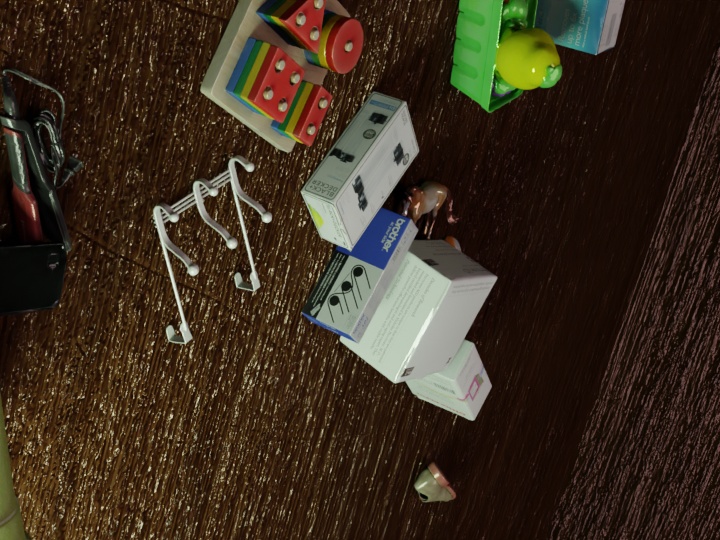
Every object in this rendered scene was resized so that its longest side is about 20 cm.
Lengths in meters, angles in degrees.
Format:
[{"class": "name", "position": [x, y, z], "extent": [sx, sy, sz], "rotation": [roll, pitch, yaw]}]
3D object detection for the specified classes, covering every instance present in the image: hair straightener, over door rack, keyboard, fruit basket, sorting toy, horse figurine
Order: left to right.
[{"class": "keyboard", "position": [-0.367, -0.006, 0.935], "extent": [0.199, 0.039, 0.105], "rotation": [-6, 122, -46]}, {"class": "hair straightener", "position": [-0.309, -0.103, 0.979], "extent": [0.077, 0.041, 0.202], "rotation": [-39, 137, -43]}, {"class": "over door rack", "position": [-0.175, -0.020, 1.238], "extent": [0.147, 0.066, 0.202], "rotation": [-39, 141, -41]}, {"class": "sorting toy", "position": [-0.078, -0.262, 1.231], "extent": [0.201, 0.069, 0.200], "rotation": [-66, 152, -3]}, {"class": "horse figurine", "position": [0.104, -0.101, 1.698], "extent": [0.199, 0.050, 0.134], "rotation": [-24, 136, -50]}, {"class": "fruit basket", "position": [0.251, -0.355, 1.612], "extent": [0.155, 0.214, 0.218], "rotation": [-34, 138, -45]}]

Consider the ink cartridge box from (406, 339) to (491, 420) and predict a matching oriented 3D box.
[{"class": "ink cartridge box", "position": [0.152, 0.186, 1.888], "extent": [0.085, 0.143, 0.201], "rotation": [-58, 151, -19]}]

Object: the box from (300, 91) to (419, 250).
[{"class": "box", "position": [0.003, -0.146, 1.470], "extent": [0.201, 0.060, 0.117], "rotation": [-57, 151, -21]}]

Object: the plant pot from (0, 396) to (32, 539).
[{"class": "plant pot", "position": [-0.390, 0.164, 0.895], "extent": [0.199, 0.198, 0.193], "rotation": [-9, 104, -58]}]

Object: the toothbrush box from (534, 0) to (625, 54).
[{"class": "toothbrush box", "position": [0.335, -0.461, 1.684], "extent": [0.085, 0.198, 0.148], "rotation": [-28, 134, -48]}]

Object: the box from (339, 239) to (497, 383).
[{"class": "box", "position": [0.099, 0.063, 1.685], "extent": [0.198, 0.130, 0.202], "rotation": [-3, 124, -60]}]

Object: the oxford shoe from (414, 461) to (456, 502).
[{"class": "oxford shoe", "position": [0.158, 0.475, 2.219], "extent": [0.074, 0.071, 0.200], "rotation": [-35, 149, -3]}]

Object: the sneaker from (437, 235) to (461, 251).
[{"class": "sneaker", "position": [0.160, -0.002, 1.860], "extent": [0.092, 0.075, 0.201], "rotation": [-55, 158, -37]}]

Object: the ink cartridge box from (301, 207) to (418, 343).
[{"class": "ink cartridge box", "position": [0.000, 0.000, 1.537], "extent": [0.202, 0.093, 0.044], "rotation": [-62, 152, -12]}]
